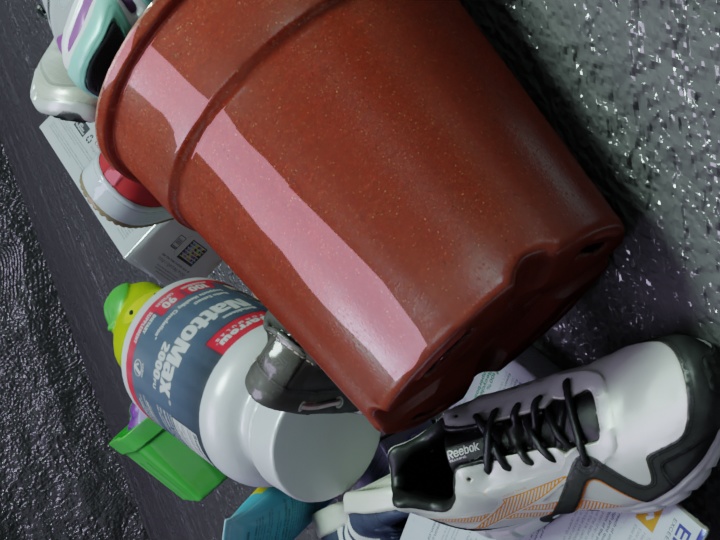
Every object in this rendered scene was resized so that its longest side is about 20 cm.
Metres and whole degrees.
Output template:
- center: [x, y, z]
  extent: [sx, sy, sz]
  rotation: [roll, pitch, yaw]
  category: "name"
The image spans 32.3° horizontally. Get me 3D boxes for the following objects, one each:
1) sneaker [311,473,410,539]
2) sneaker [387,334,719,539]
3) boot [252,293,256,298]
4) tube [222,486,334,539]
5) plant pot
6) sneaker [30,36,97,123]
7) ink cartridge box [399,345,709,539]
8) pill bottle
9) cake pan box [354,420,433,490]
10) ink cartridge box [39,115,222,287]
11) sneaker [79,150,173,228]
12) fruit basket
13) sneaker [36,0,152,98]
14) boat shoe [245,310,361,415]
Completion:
- center: [0.026, 0.184, 0.851]
  extent: [0.085, 0.074, 0.200]
  rotation: [66, 161, 12]
  category: "sneaker"
- center: [0.089, 0.086, 0.593]
  extent: [0.200, 0.079, 0.074]
  rotation: [-38, 51, 45]
  category: "sneaker"
- center: [-0.040, 0.022, 0.953]
  extent: [0.156, 0.076, 0.200]
  rotation: [59, 158, 16]
  category: "boot"
- center: [-0.052, 0.172, 0.929]
  extent: [0.050, 0.200, 0.078]
  rotation: [11, 112, 22]
  category: "tube"
- center: [0.010, -0.043, 0.598]
  extent: [0.196, 0.200, 0.201]
  rotation: [51, 157, 17]
  category: "plant pot"
- center: [-0.177, -0.170, 0.842]
  extent: [0.201, 0.074, 0.082]
  rotation: [-86, 4, -51]
  category: "sneaker"
- center: [0.095, 0.165, 0.671]
  extent: [0.200, 0.043, 0.198]
  rotation: [42, 118, 51]
  category: "ink cartridge box"
- center: [-0.078, 0.085, 0.890]
  extent: [0.199, 0.119, 0.121]
  rotation: [22, 133, 51]
  category: "pill bottle"
- center: [0.060, 0.232, 0.973]
  extent: [0.185, 0.052, 0.200]
  rotation: [61, 160, 21]
  category: "cake pan box"
- center: [-0.150, -0.110, 1.038]
  extent: [0.200, 0.176, 0.084]
  rotation: [50, -174, 40]
  category: "ink cartridge box"
- center: [-0.092, -0.094, 0.825]
  extent: [0.112, 0.200, 0.071]
  rotation: [-43, 87, 25]
  category: "sneaker"
- center: [-0.159, 0.086, 1.155]
  extent: [0.217, 0.214, 0.155]
  rotation: [66, 161, 1]
  category: "fruit basket"
- center: [-0.129, -0.215, 0.757]
  extent: [0.140, 0.200, 0.078]
  rotation: [51, -171, 34]
  category: "sneaker"
- center: [-0.019, 0.058, 0.739]
  extent: [0.067, 0.057, 0.200]
  rotation: [34, -179, 19]
  category: "boat shoe"
